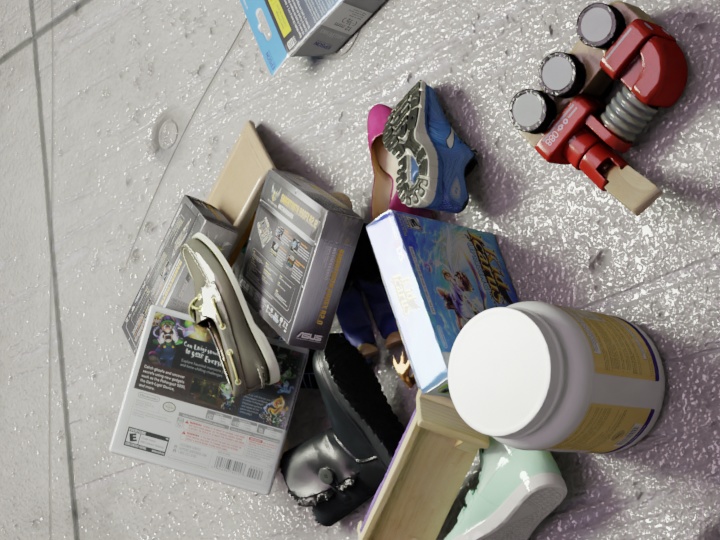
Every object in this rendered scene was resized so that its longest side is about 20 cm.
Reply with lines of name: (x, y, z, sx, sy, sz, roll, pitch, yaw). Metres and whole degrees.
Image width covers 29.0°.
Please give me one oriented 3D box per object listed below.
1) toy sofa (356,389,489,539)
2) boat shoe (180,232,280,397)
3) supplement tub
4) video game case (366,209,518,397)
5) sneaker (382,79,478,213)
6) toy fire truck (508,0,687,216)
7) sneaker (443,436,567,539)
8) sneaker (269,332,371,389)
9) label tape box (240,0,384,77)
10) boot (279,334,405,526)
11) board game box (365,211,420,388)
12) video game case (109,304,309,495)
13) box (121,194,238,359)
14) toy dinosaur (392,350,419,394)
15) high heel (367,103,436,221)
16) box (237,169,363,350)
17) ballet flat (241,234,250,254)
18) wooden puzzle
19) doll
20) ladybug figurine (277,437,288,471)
toy sofa: (0.066, 0.226, 1.520, 0.098, 0.082, 0.201, -86, 17, -64)
boat shoe: (-0.164, 0.051, 1.631, 0.202, 0.060, 0.072, 61, 160, 10)
supplement tub: (0.196, 0.108, 1.386, 0.145, 0.199, 0.146, -9, 76, 41)
video game case: (0.107, 0.041, 1.492, 0.045, 0.181, 0.201, -34, 61, 32)
sneaker: (0.084, -0.138, 1.620, 0.079, 0.089, 0.201, -44, 37, 36)
toy fire truck: (0.269, -0.155, 1.430, 0.200, 0.128, 0.176, 50, 116, 23)
sneaker: (0.143, 0.239, 1.509, 0.201, 0.073, 0.119, -50, 38, 35)
sneaker: (-0.079, 0.114, 1.722, 0.199, 0.078, 0.071, -13, 74, 41)
label tape box: (-0.057, -0.360, 1.794, 0.200, 0.066, 0.144, -42, 57, 33)
boot: (-0.039, 0.194, 1.637, 0.168, 0.076, 0.201, -31, 94, 33)
board game box: (0.088, 0.039, 1.542, 0.035, 0.135, 0.201, -35, 60, 33)
video game case: (-0.180, 0.155, 1.665, 0.199, 0.023, 0.183, 16, 84, -2)
box: (-0.231, 0.015, 1.759, 0.201, 0.048, 0.158, -64, 22, 5)
toy dinosaur: (0.085, 0.134, 1.560, 0.060, 0.106, 0.201, 5, 83, 35)
high heel: (0.027, -0.119, 1.651, 0.067, 0.096, 0.201, -29, 64, 36)
box: (-0.075, -0.017, 1.620, 0.200, 0.048, 0.159, 37, 112, 61)
ballet flat: (-0.085, -0.059, 1.768, 0.199, 0.067, 0.063, -6, 70, 42)
wooden puzzle: (-0.165, -0.083, 1.821, 0.186, 0.037, 0.200, -60, 22, 17)
doll: (0.000, 0.000, 1.663, 0.136, 0.048, 0.201, -21, 78, 5)
ladybug figurine: (-0.167, 0.175, 1.731, 0.200, 0.072, 0.136, 53, 142, -2)
